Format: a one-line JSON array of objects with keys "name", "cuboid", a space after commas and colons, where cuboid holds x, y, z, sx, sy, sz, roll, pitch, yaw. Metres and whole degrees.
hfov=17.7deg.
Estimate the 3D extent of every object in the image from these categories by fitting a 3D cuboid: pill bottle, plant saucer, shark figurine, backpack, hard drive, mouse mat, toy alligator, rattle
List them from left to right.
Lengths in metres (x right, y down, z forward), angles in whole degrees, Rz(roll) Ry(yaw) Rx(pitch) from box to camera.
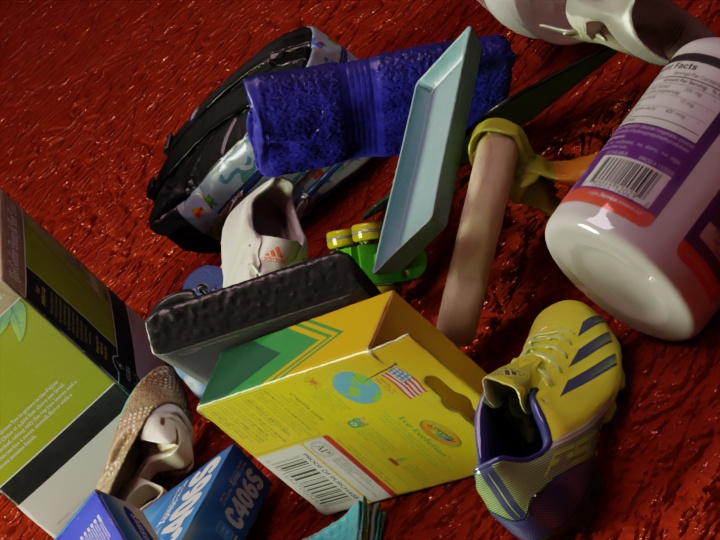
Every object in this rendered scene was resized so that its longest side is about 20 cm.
[{"name": "backpack", "cuboid": [-0.070, -0.113, 1.927, 0.200, 0.153, 0.163, -56, 10, 35]}, {"name": "hard drive", "cuboid": [-0.055, 0.037, 1.546, 0.139, 0.033, 0.200, -18, -13, 5]}, {"name": "toy alligator", "cuboid": [0.000, 0.000, 1.706, 0.054, 0.060, 0.200, -5, -5, -27]}, {"name": "plant saucer", "cuboid": [0.048, -0.080, 1.547, 0.070, 0.019, 0.200, -45, 21, 40]}, {"name": "mouse mat", "cuboid": [0.099, -0.103, 1.630, 0.161, 0.008, 0.200, -29, -4, -40]}, {"name": "rattle", "cuboid": [0.111, 0.010, 1.519, 0.130, 0.142, 0.201, 146, 138, -70]}, {"name": "pill bottle", "cuboid": [0.137, -0.244, 1.808, 0.110, 0.110, 0.200, -42, 22, 5]}, {"name": "shark figurine", "cuboid": [0.170, -0.183, 1.486, 0.214, 0.128, 0.090, 5, -77, -69]}, {"name": "pill bottle", "cuboid": [0.208, -0.066, 1.369, 0.200, 0.111, 0.111, -51, 23, -17]}]

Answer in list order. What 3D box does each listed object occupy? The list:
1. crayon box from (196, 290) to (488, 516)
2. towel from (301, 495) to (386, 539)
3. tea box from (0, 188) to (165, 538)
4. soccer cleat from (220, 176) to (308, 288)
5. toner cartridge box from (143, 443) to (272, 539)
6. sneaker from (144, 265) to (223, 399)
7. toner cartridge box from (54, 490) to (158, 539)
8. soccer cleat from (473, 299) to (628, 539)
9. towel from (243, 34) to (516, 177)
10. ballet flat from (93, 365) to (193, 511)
[{"name": "crayon box", "cuboid": [0.010, 0.083, 1.432, 0.200, 0.127, 0.051, -19, 37, 45]}, {"name": "towel", "cuboid": [-0.072, 0.234, 1.449, 0.200, 0.022, 0.147, -33, 24, 27]}, {"name": "tea box", "cuboid": [-0.263, 0.071, 1.837, 0.134, 0.197, 0.200, -41, 22, 8]}, {"name": "soccer cleat", "cuboid": [-0.070, 0.018, 1.699, 0.078, 0.069, 0.201, -54, 32, 41]}, {"name": "toner cartridge box", "cuboid": [-0.127, 0.199, 1.523, 0.095, 0.043, 0.200, -39, 11, 24]}, {"name": "sneaker", "cuboid": [-0.117, 0.038, 1.783, 0.078, 0.089, 0.200, -40, 23, 8]}, {"name": "toner cartridge box", "cuboid": [-0.135, 0.228, 1.356, 0.095, 0.043, 0.200, -49, 41, 10]}, {"name": "soccer cleat", "cuboid": [0.106, 0.072, 1.340, 0.065, 0.084, 0.200, -31, 25, 30]}, {"name": "towel", "cuboid": [0.015, -0.117, 1.702, 0.199, 0.050, 0.148, -11, -14, -2]}, {"name": "ballet flat", "cuboid": [-0.156, 0.155, 1.690, 0.065, 0.071, 0.200, -8, 48, 38]}]
